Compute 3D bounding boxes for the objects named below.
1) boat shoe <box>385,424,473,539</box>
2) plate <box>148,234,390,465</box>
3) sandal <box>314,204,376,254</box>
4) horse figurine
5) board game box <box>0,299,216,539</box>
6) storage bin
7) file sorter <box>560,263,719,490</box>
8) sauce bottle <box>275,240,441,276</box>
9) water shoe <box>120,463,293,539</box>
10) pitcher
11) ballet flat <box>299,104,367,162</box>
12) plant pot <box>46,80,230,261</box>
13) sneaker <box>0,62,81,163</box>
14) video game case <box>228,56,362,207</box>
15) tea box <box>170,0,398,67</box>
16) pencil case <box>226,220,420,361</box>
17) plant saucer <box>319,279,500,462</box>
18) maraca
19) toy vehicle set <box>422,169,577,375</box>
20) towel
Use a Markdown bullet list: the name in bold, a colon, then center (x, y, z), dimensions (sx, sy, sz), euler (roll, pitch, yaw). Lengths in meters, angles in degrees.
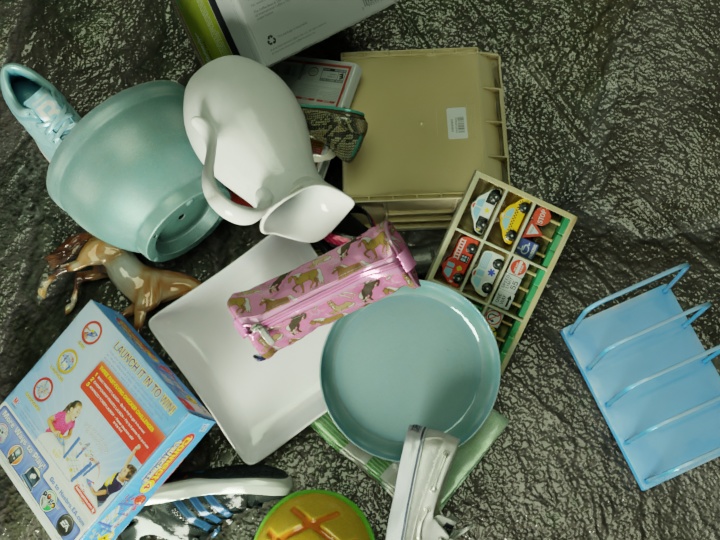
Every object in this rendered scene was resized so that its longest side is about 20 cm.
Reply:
- **boat shoe**: center (0.074, 0.269, 0.975), dimensions (0.086, 0.075, 0.202), euler (10, 86, 9)
- **plate**: center (-0.100, 0.081, 1.036), dimensions (0.200, 0.032, 0.200), euler (-35, 91, -2)
- **sandal**: center (-0.021, -0.049, 1.023), dimensions (0.200, 0.045, 0.075), euler (40, 50, -1)
- **horse figurine**: center (-0.292, 0.016, 1.101), dimensions (0.200, 0.050, 0.133), euler (38, 83, 11)
- **board game box**: center (-0.288, 0.169, 0.999), dimensions (0.196, 0.056, 0.200), euler (-49, 60, 0)
- **storage bin**: center (0.073, -0.159, 1.121), dimensions (0.198, 0.094, 0.200), euler (-2, 71, 1)
- **file sorter**: center (0.334, 0.114, 1.005), dimensions (0.139, 0.123, 0.200), euler (-23, 73, -5)
- **sauce bottle**: center (0.000, 0.000, 1.085), dimensions (0.200, 0.066, 0.066), euler (-8, 72, 1)
- **water shoe**: center (-0.168, 0.261, 1.014), dimensions (0.200, 0.072, 0.079), euler (-7, 91, 6)
- **pitcher**: center (-0.119, -0.126, 0.949), dimensions (0.121, 0.171, 0.200), euler (-44, 66, 29)
- **ballet flat**: center (-0.079, -0.166, 1.060), dimensions (0.200, 0.068, 0.075), euler (23, 100, 35)
- **plant pot**: center (-0.233, -0.096, 1.055), dimensions (0.200, 0.200, 0.134), euler (-39, 75, -10)
- **sneaker**: center (-0.384, -0.182, 1.152), dimensions (0.200, 0.082, 0.074), euler (40, 78, 14)
- **video game case**: center (-0.087, -0.160, 1.111), dimensions (0.143, 0.017, 0.200), euler (16, 85, 37)
- **tea box**: center (-0.095, -0.332, 1.094), dimensions (0.200, 0.197, 0.134), euler (-32, 111, -21)
- **pencil case**: center (-0.036, 0.020, 0.964), dimensions (0.200, 0.083, 0.087), euler (-26, 48, 8)
- **plant saucer**: center (0.053, 0.109, 1.016), dimensions (0.200, 0.027, 0.201), euler (0, 92, -6)
- **maraca**: center (-0.052, 0.329, 0.957), dimensions (0.137, 0.107, 0.200), euler (3, 73, 11)
- **toy vehicle set**: center (0.145, 0.003, 1.044), dimensions (0.124, 0.027, 0.200), euler (23, 99, -2)
- **towel**: center (0.044, 0.167, 1.050), dimensions (0.200, 0.023, 0.153), euler (37, 76, 13)
